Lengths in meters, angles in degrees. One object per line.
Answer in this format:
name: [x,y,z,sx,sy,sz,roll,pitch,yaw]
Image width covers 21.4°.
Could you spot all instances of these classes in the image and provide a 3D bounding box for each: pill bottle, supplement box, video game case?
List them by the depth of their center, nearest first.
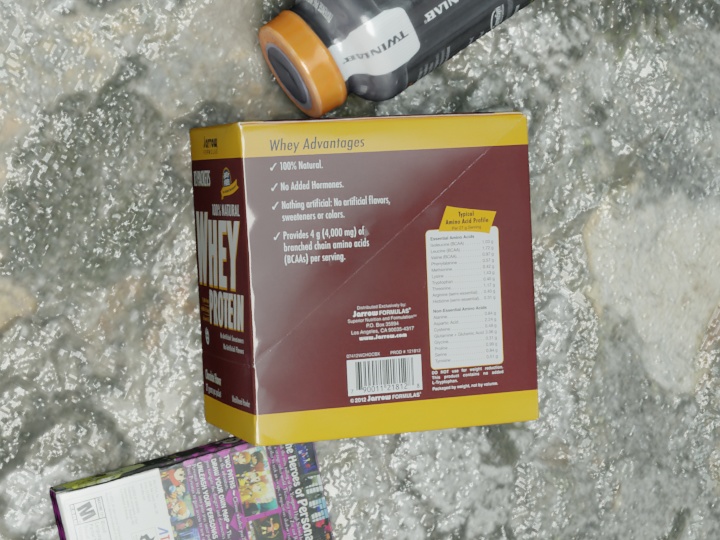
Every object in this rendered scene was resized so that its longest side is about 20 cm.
supplement box: [0.000,0.000,1.256,0.196,0.133,0.202,-4,94,-18]
pill bottle: [0.030,-0.184,1.272,0.199,0.106,0.107,-36,103,-14]
video game case: [-0.100,0.219,1.282,0.180,0.036,0.202,-15,97,-18]
